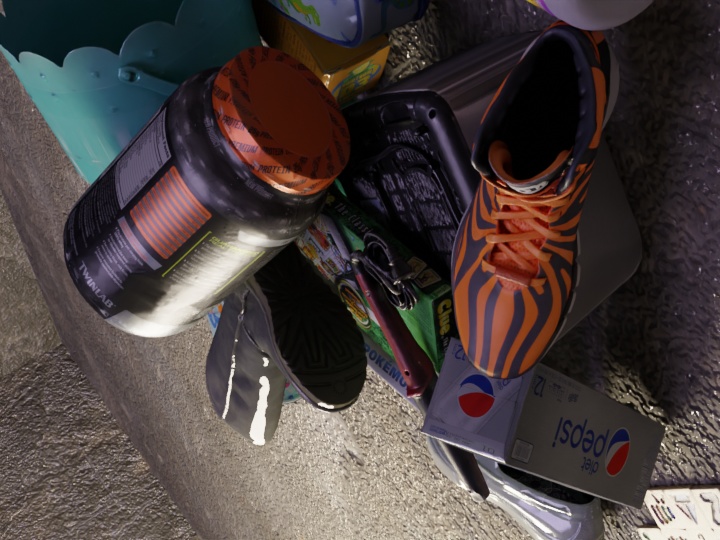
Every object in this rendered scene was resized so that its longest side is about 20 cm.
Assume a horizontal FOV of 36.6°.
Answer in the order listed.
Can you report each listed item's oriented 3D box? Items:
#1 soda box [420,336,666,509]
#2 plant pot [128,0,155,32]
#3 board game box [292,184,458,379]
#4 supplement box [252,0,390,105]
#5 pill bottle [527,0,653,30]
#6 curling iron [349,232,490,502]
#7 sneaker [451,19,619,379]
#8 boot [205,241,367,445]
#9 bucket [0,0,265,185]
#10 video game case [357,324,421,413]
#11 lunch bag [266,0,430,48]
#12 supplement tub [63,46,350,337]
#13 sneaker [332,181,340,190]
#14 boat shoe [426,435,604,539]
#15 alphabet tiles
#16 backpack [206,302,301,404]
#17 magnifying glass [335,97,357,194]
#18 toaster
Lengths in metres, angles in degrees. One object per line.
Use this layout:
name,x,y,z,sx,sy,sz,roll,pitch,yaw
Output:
soda box,0.126,0.105,0.716,0.068,0.064,0.199,13,171,40
plant pot,-0.204,-0.292,0.978,0.200,0.198,0.180,42,142,37
board game box,0.000,0.000,0.766,0.200,0.023,0.106,42,151,39
supplement box,-0.060,-0.227,0.879,0.201,0.066,0.069,55,157,17
pill bottle,0.072,-0.210,0.561,0.200,0.103,0.105,43,152,38
curling iron,0.040,0.068,0.697,0.049,0.025,0.203,22,138,62
sneaker,0.081,-0.032,0.569,0.076,0.112,0.204,13,103,15
boot,-0.070,0.081,0.857,0.183,0.071,0.202,62,146,33
bucket,-0.165,-0.169,0.835,0.207,0.206,0.136,37,156,44
video game case,0.076,0.092,0.863,0.199,0.022,0.182,23,-170,-45
lunch bag,-0.025,-0.262,0.739,0.160,0.082,0.203,36,147,47
supplement tub,-0.103,-0.050,0.725,0.199,0.122,0.124,-36,84,37
sneaker,-0.028,-0.102,0.950,0.201,0.074,0.081,54,157,19
boat shoe,0.133,0.165,0.943,0.200,0.069,0.073,34,136,42
alphabet tiles,0.280,0.245,0.787,0.202,0.006,0.166,61,158,1
backpack,-0.063,0.008,1.023,0.150,0.176,0.203,-19,95,60
magnifying glass,-0.009,-0.127,0.898,0.022,0.079,0.202,-48,61,43
toaster,0.070,-0.056,0.731,0.180,0.118,0.203,2,119,64
